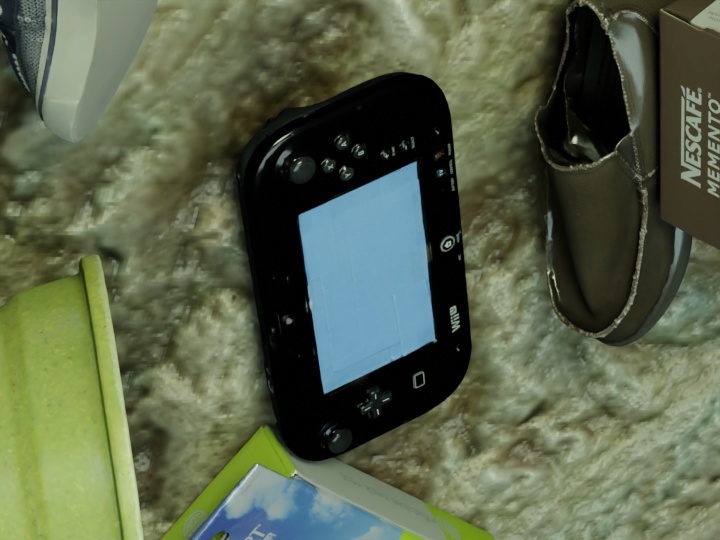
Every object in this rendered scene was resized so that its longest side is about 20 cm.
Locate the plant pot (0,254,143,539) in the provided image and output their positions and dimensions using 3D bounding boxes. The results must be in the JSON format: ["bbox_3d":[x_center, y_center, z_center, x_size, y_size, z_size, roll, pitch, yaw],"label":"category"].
[{"bbox_3d":[-0.187,0.105,1.104,0.184,0.201,0.201,-8,130,-7],"label":"plant pot"}]

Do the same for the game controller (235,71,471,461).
[{"bbox_3d":[0.000,0.000,1.201,0.104,0.042,0.200,-19,133,-13],"label":"game controller"}]

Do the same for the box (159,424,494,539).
[{"bbox_3d":[-0.026,0.156,1.308,0.200,0.048,0.122,30,108,-40],"label":"box"}]

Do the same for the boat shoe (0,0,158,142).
[{"bbox_3d":[-0.130,-0.129,1.013,0.075,0.093,0.200,-59,173,-29],"label":"boat shoe"}]

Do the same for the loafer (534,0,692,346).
[{"bbox_3d":[0.105,-0.053,1.188,0.071,0.073,0.200,-20,125,-36],"label":"loafer"}]

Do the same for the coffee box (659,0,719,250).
[{"bbox_3d":[0.227,-0.098,1.168,0.200,0.080,0.115,-32,134,-32],"label":"coffee box"}]
